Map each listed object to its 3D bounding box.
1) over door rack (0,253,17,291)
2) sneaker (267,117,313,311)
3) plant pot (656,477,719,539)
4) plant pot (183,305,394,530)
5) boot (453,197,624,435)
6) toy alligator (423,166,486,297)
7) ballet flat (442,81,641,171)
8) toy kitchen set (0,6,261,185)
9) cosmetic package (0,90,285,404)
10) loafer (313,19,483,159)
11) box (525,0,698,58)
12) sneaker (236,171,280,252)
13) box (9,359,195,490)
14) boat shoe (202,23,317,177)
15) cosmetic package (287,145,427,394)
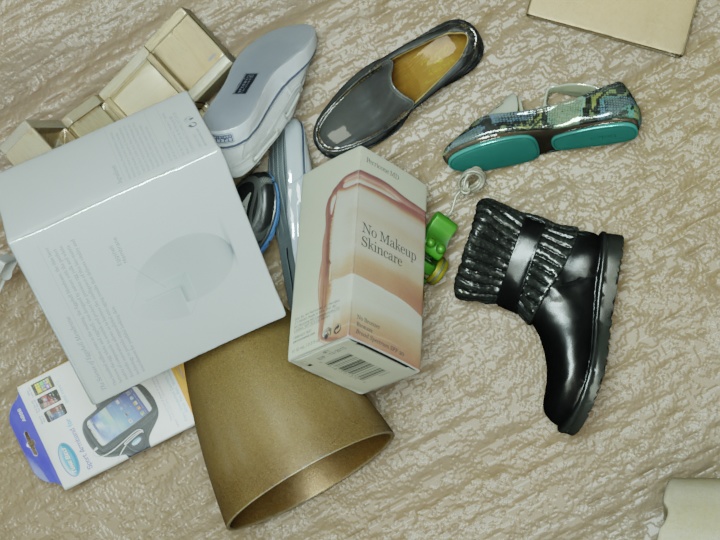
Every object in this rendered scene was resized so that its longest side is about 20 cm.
[{"bbox_3d":[-0.439,0.031,1.514,0.147,0.067,0.201,28,115,5],"label":"over door rack"},{"bbox_3d":[-0.048,-0.055,1.487,0.070,0.073,0.203,-6,88,-22],"label":"sneaker"},{"bbox_3d":[0.375,0.273,1.395,0.181,0.200,0.203,6,92,18],"label":"plant pot"},{"bbox_3d":[-0.094,0.120,1.445,0.185,0.186,0.201,-31,76,6],"label":"plant pot"},{"bbox_3d":[0.164,0.045,1.451,0.156,0.079,0.214,11,82,-1],"label":"boot"},{"bbox_3d":[0.062,-0.015,1.460,0.059,0.054,0.201,33,105,-16],"label":"toy alligator"},{"bbox_3d":[0.177,-0.147,1.462,0.197,0.074,0.075,-9,91,4],"label":"ballet flat"},{"bbox_3d":[-0.200,-0.130,1.436,0.200,0.180,0.163,-44,88,10],"label":"toy kitchen set"},{"bbox_3d":[-0.201,-0.020,1.344,0.198,0.123,0.201,-25,128,-8],"label":"cosmetic package"},{"bbox_3d":[0.032,-0.184,1.465,0.199,0.072,0.073,-39,88,6],"label":"loafer"},{"bbox_3d":[0.268,-0.330,1.461,0.162,0.021,0.202,16,93,6],"label":"box"},{"bbox_3d":[-0.163,-0.027,1.466,0.199,0.083,0.071,-36,54,4],"label":"sneaker"},{"bbox_3d":[-0.260,0.138,1.521,0.198,0.041,0.120,-26,88,8],"label":"box"},{"bbox_3d":[-0.095,-0.169,1.448,0.073,0.201,0.066,7,133,28],"label":"boat shoe"},{"bbox_3d":[0.000,0.000,1.394,0.087,0.103,0.202,-24,53,40],"label":"cosmetic package"}]
